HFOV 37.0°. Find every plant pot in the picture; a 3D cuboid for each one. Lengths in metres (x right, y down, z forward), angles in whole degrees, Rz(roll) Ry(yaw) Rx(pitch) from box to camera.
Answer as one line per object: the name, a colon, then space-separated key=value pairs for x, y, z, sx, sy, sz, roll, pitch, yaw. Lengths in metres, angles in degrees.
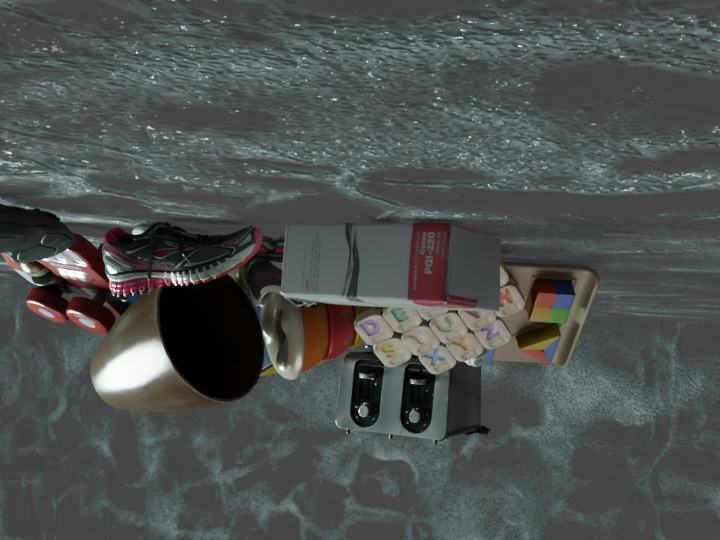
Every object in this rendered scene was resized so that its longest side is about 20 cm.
plant pot: x=-0.262 y=0.109 z=1.427 sx=0.199 sy=0.189 sz=0.186 roll=-24 pitch=160 yaw=34

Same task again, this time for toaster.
toaster: x=0.084 y=0.187 z=1.616 sx=0.179 sy=0.120 sz=0.199 roll=4 pitch=178 yaw=26

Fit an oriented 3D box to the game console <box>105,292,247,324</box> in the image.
game console: x=-0.255 y=0.029 z=1.614 sx=0.199 sy=0.120 sz=0.172 roll=-15 pitch=165 yaw=-46

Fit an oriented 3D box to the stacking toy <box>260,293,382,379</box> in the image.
stacking toy: x=-0.028 y=0.059 z=1.450 sx=0.198 sy=0.148 sz=0.146 roll=-9 pitch=-179 yaw=-22

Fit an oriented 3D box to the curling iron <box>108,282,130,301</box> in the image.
curling iron: x=-0.218 y=-0.007 z=1.317 sx=0.198 sy=0.026 sz=0.050 roll=-19 pitch=-149 yaw=10

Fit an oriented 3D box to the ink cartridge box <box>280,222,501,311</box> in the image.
ink cartridge box: x=0.034 y=-0.003 z=1.153 sx=0.198 sy=0.086 sz=0.145 roll=0 pitch=175 yaw=29

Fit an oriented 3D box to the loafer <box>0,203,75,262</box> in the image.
loafer: x=-0.378 y=-0.051 z=1.179 sx=0.071 sy=0.063 sz=0.200 roll=-29 pitch=173 yaw=10

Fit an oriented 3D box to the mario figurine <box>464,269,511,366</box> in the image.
mario figurine: x=0.119 y=0.052 z=1.394 sx=0.122 sy=0.107 sz=0.200 roll=16 pitch=144 yaw=-12

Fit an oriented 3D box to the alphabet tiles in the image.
alphabet tiles: x=0.097 y=0.052 z=1.318 sx=0.198 sy=0.015 sz=0.196 roll=-25 pitch=129 yaw=16

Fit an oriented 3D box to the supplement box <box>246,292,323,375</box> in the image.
supplement box: x=-0.095 y=0.079 z=1.605 sx=0.109 sy=0.110 sz=0.199 roll=-31 pitch=166 yaw=25

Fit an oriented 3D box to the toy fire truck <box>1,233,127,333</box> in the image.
toy fire truck: x=-0.404 y=-0.009 z=1.453 sx=0.198 sy=0.113 sz=0.168 roll=9 pitch=153 yaw=31

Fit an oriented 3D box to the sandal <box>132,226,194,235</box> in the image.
sandal: x=-0.256 y=-0.024 z=1.388 sx=0.081 sy=0.051 sz=0.202 roll=5 pitch=176 yaw=-14

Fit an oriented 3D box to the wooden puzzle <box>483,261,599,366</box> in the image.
wooden puzzle: x=0.213 y=0.068 z=1.488 sx=0.197 sy=0.047 sz=0.187 roll=6 pitch=132 yaw=-5

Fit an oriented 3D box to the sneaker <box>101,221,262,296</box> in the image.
sneaker: x=-0.208 y=-0.023 z=1.241 sx=0.197 sy=0.076 sz=0.081 roll=-10 pitch=-167 yaw=13

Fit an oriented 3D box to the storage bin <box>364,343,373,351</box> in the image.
storage bin: x=0.089 y=0.057 z=1.601 sx=0.197 sy=0.136 sz=0.146 roll=3 pitch=176 yaw=7

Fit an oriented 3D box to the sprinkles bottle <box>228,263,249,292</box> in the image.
sprinkles bottle: x=-0.218 y=-0.004 z=1.514 sx=0.198 sy=0.069 sz=0.068 roll=1 pitch=175 yaw=36

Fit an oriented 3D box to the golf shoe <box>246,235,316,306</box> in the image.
golf shoe: x=-0.046 y=0.004 z=1.320 sx=0.197 sy=0.089 sz=0.077 roll=1 pitch=174 yaw=23
